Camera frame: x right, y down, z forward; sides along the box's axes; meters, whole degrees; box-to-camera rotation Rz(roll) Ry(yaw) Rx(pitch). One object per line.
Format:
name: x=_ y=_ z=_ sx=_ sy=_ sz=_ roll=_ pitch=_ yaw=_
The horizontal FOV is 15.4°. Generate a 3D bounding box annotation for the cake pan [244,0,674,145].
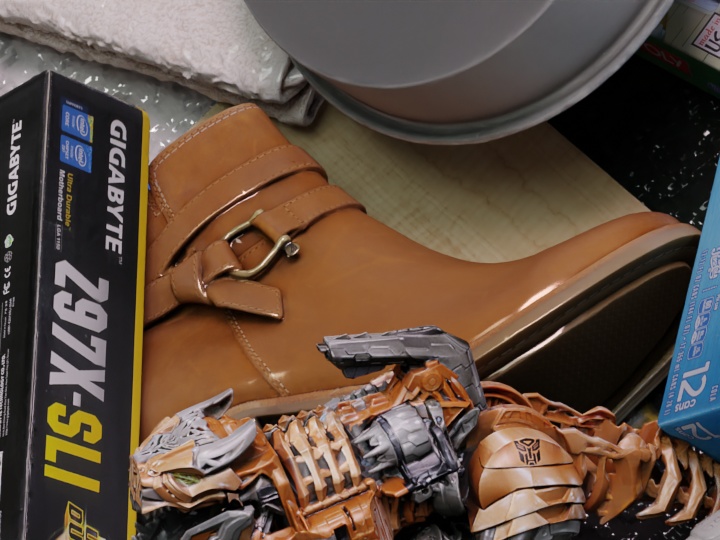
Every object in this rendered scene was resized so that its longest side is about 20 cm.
cake pan: x=0.027 y=-0.142 z=0.858 sx=0.200 sy=0.037 sz=0.201 roll=-7 pitch=79 yaw=39

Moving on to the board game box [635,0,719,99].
board game box: x=0.138 y=-0.166 z=0.942 sx=0.134 sy=0.029 sz=0.200 roll=31 pitch=78 yaw=28

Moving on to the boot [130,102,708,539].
boot: x=0.000 y=0.000 z=0.867 sx=0.200 sy=0.074 sz=0.155 roll=-31 pitch=55 yaw=1

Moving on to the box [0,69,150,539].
box: x=-0.140 y=0.052 z=0.883 sx=0.160 sy=0.049 sz=0.200 roll=-25 pitch=54 yaw=41

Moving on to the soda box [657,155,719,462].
soda box: x=0.155 y=-0.031 z=0.822 sx=0.068 sy=0.064 sz=0.200 roll=-22 pitch=44 yaw=51

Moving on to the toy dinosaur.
toy dinosaur: x=0.032 y=0.081 z=0.780 sx=0.199 sy=0.102 sz=0.136 roll=5 pitch=108 yaw=0

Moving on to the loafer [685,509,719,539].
loafer: x=0.153 y=0.154 z=0.747 sx=0.070 sy=0.070 sz=0.200 roll=-40 pitch=71 yaw=3

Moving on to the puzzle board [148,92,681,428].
puzzle board: x=0.011 y=0.002 z=0.912 sx=0.151 sy=0.017 sz=0.200 roll=-44 pitch=59 yaw=-4

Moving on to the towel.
towel: x=-0.068 y=-0.133 z=0.984 sx=0.200 sy=0.034 sz=0.133 roll=18 pitch=70 yaw=32
